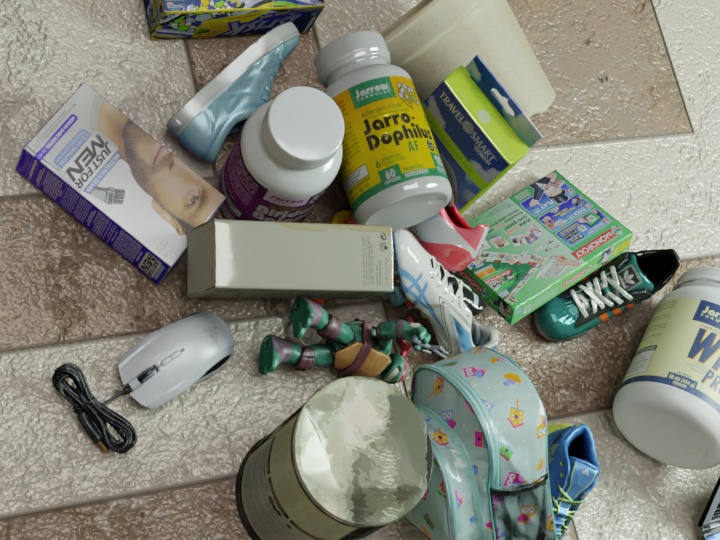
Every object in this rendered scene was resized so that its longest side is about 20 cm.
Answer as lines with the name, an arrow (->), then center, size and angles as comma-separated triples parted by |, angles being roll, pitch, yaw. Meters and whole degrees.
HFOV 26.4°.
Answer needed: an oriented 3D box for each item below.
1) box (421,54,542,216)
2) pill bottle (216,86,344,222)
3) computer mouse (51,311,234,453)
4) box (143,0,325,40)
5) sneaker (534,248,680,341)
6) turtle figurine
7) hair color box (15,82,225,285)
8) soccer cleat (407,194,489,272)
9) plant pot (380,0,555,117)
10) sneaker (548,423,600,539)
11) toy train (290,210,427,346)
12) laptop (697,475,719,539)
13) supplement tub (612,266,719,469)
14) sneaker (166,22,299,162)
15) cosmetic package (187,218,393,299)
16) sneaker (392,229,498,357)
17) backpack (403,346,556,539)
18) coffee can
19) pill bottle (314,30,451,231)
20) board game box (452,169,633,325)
box -> 0.105, -0.137, 1.729 | 0.048, 0.200, 0.122 | -36, 86, -38
pill bottle -> -0.082, -0.116, 1.643 | 0.111, 0.200, 0.114 | 6, 69, -15
computer mouse -> -0.213, 0.100, 1.598 | 0.199, 0.044, 0.110 | -34, 84, -29
box -> -0.146, -0.313, 1.772 | 0.198, 0.070, 0.065 | -6, 73, -24
sneaker -> 0.293, 0.019, 1.813 | 0.199, 0.080, 0.072 | -25, 81, -28
turtle figurine -> -0.004, 0.098, 1.656 | 0.198, 0.101, 0.151 | 21, 107, -29
hair color box -> -0.256, -0.093, 1.646 | 0.199, 0.065, 0.110 | 39, 60, -6
soccer cleat -> 0.060, -0.081, 1.740 | 0.200, 0.077, 0.067 | 45, 21, 18
plant pot -> 0.127, -0.239, 1.800 | 0.200, 0.200, 0.184 | -43, 100, -29
sneaker -> 0.205, 0.250, 1.674 | 0.075, 0.105, 0.202 | 23, 63, -11
toy train -> 0.000, 0.000, 1.717 | 0.198, 0.056, 0.152 | -21, 78, -28
laptop -> 0.499, 0.292, 1.767 | 0.185, 0.202, 0.116 | -9, 40, -30
supplement tub -> 0.390, 0.112, 1.780 | 0.144, 0.145, 0.201 | 34, 61, -6
sneaker -> -0.128, -0.197, 1.740 | 0.082, 0.074, 0.200 | 48, 69, -7
cosmetic package -> -0.074, -0.009, 1.607 | 0.198, 0.103, 0.074 | 3, 83, -24
sneaker -> 0.089, 0.023, 1.688 | 0.201, 0.072, 0.072 | 54, 21, -36
backpack -> 0.112, 0.187, 1.589 | 0.152, 0.176, 0.203 | -8, 113, -26
coffee can -> -0.030, 0.205, 1.542 | 0.144, 0.200, 0.148 | 7, 68, -19
pill bottle -> 0.018, -0.153, 1.676 | 0.111, 0.113, 0.202 | -11, 72, -25
board game box -> 0.203, -0.031, 1.795 | 0.199, 0.029, 0.135 | -30, 57, -28
